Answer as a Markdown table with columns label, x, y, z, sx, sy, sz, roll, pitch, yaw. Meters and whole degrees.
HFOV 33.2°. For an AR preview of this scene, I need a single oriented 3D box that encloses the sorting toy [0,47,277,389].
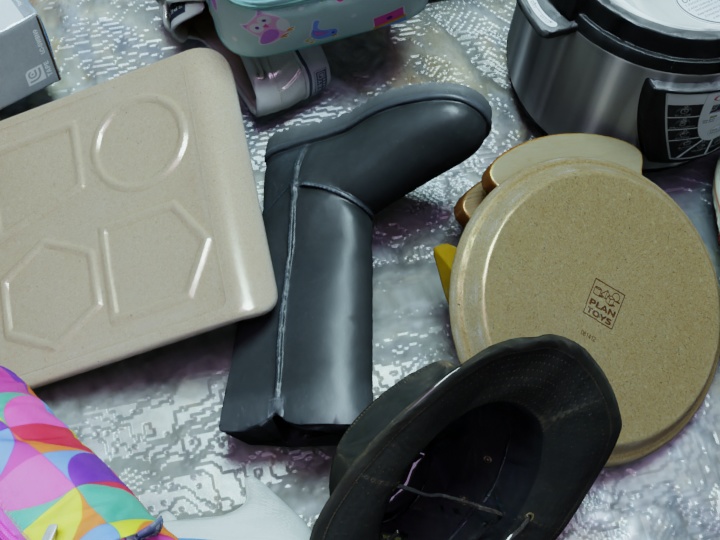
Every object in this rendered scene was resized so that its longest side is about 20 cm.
| label | x | y | z | sx | sy | sz | roll | pitch | yaw |
| --- | --- | --- | --- | --- | --- | --- | --- | --- | --- |
| sorting toy | -0.159 | -0.029 | 0.743 | 0.199 | 0.036 | 0.186 | -16 | 67 | 7 |

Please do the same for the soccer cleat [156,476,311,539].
| label | x | y | z | sx | sy | sz | roll | pitch | yaw |
| --- | --- | --- | --- | --- | --- | --- | --- | --- | --- |
| soccer cleat | -0.118 | 0.184 | 0.656 | 0.199 | 0.070 | 0.086 | -25 | 52 | -15 |

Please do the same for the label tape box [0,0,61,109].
| label | x | y | z | sx | sy | sz | roll | pitch | yaw |
| --- | --- | --- | --- | --- | --- | --- | --- | --- | --- |
| label tape box | -0.318 | -0.141 | 0.777 | 0.200 | 0.063 | 0.144 | -31 | 60 | -16 |

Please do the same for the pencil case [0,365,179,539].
| label | x | y | z | sx | sy | sz | roll | pitch | yaw |
| --- | --- | --- | --- | --- | --- | --- | --- | --- | --- |
| pencil case | -0.167 | 0.122 | 0.623 | 0.088 | 0.089 | 0.200 | -41 | 43 | -19 |

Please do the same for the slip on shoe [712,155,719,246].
| label | x | y | z | sx | sy | sz | roll | pitch | yaw |
| --- | --- | --- | --- | --- | --- | --- | --- | --- | --- |
| slip on shoe | 0.261 | -0.021 | 0.768 | 0.074 | 0.061 | 0.200 | 4 | 51 | 13 |

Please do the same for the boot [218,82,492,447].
| label | x | y | z | sx | sy | sz | roll | pitch | yaw |
| --- | --- | --- | --- | --- | --- | --- | --- | --- | --- |
| boot | -0.001 | 0.000 | 0.708 | 0.164 | 0.066 | 0.201 | -15 | 54 | 36 |

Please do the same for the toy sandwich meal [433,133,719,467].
| label | x | y | z | sx | sy | sz | roll | pitch | yaw |
| --- | --- | --- | --- | --- | --- | --- | --- | --- | --- |
| toy sandwich meal | 0.128 | 0.019 | 0.734 | 0.204 | 0.070 | 0.206 | 3 | 81 | -20 |

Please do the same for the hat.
| label | x | y | z | sx | sy | sz | roll | pitch | yaw |
| --- | --- | --- | --- | --- | --- | --- | --- | --- | --- |
| hat | 0.041 | 0.106 | 0.652 | 0.200 | 0.201 | 0.081 | -29 | 40 | -15 |

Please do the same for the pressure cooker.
| label | x | y | z | sx | sy | sz | roll | pitch | yaw |
| --- | --- | --- | --- | --- | --- | --- | --- | --- | --- |
| pressure cooker | 0.185 | -0.175 | 0.754 | 0.178 | 0.200 | 0.176 | 20 | 65 | 6 |

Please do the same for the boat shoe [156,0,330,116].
| label | x | y | z | sx | sy | sz | roll | pitch | yaw |
| --- | --- | --- | --- | --- | --- | --- | --- | --- | --- |
| boat shoe | -0.104 | -0.186 | 0.820 | 0.070 | 0.071 | 0.200 | -32 | 77 | -19 |

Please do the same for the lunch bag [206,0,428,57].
| label | x | y | z | sx | sy | sz | roll | pitch | yaw |
| --- | --- | --- | --- | --- | --- | --- | --- | --- | --- |
| lunch bag | -0.038 | -0.243 | 0.764 | 0.160 | 0.077 | 0.201 | -16 | 69 | -9 |
